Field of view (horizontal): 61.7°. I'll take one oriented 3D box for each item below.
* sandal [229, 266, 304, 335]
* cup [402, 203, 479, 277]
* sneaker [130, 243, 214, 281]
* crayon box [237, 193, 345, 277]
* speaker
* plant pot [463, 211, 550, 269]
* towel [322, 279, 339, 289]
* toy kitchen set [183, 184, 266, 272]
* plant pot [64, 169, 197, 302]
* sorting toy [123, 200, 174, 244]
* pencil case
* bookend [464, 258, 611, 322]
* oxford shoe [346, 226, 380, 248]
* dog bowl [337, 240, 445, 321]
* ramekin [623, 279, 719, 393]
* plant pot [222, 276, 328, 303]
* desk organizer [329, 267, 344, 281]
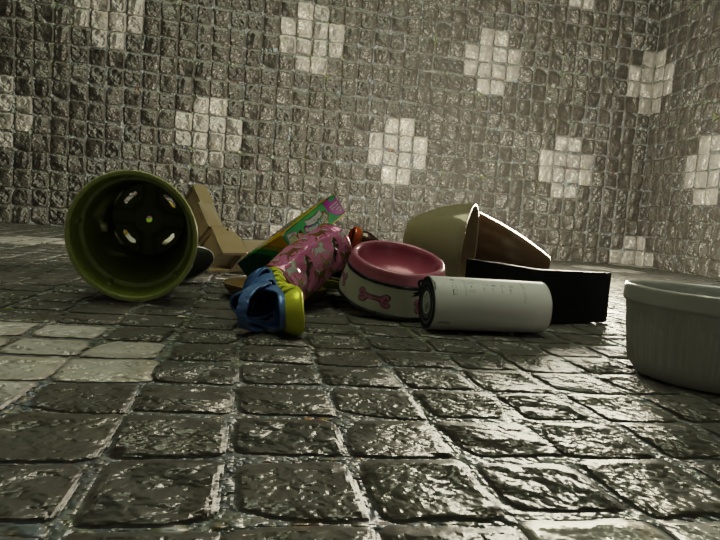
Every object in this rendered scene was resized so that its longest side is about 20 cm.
[{"bbox_3d":[-0.142,0.039,0.837,0.085,0.082,0.199,-2,6,-22],"label":"sandal"},{"bbox_3d":[0.170,-0.051,1.318,0.139,0.207,0.200,9,7,20],"label":"cup"},{"bbox_3d":[-0.368,-0.018,1.171,0.196,0.073,0.098,-7,-7,-33],"label":"sneaker"},{"bbox_3d":[-0.148,-0.072,1.309,0.171,0.059,0.200,-28,13,44],"label":"crayon box"},{"bbox_3d":[0.193,0.053,0.930,0.194,0.084,0.081,3,5,-13],"label":"speaker"},{"bbox_3d":[0.353,-0.020,1.471,0.195,0.192,0.187,19,7,8],"label":"plant pot"},{"bbox_3d":[0.027,0.044,1.114,0.194,0.019,0.086,12,-1,1],"label":"towel"},{"bbox_3d":[-0.358,-0.078,1.520,0.163,0.203,0.178,-42,-24,31],"label":"toy kitchen set"},{"bbox_3d":[-0.367,-0.072,1.010,0.194,0.207,0.184,3,13,-13],"label":"plant pot"},{"bbox_3d":[-0.469,-0.052,1.277,0.178,0.109,0.199,-29,0,-33],"label":"sorting toy"},{"bbox_3d":[-0.088,-0.008,1.020,0.081,0.088,0.200,20,35,19],"label":"pencil case"},{"bbox_3d":[0.335,0.037,1.159,0.195,0.095,0.197,3,5,-28],"label":"bookend"},{"bbox_3d":[-0.008,-0.042,1.336,0.071,0.073,0.200,16,-10,-12],"label":"oxford shoe"},{"bbox_3d":[0.060,0.010,1.043,0.194,0.076,0.201,8,21,-3],"label":"dog bowl"},{"bbox_3d":[0.417,0.076,0.726,0.194,0.108,0.200,4,6,0],"label":"ramekin"},{"bbox_3d":[-0.155,0.037,1.113,0.194,0.028,0.200,4,5,0],"label":"plant pot"},{"bbox_3d":[0.000,0.000,1.188,0.194,0.074,0.077,11,-10,4],"label":"desk organizer"}]
